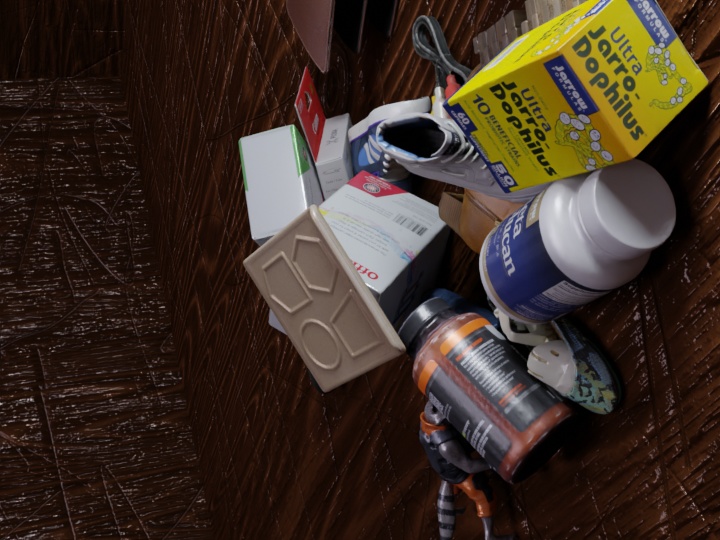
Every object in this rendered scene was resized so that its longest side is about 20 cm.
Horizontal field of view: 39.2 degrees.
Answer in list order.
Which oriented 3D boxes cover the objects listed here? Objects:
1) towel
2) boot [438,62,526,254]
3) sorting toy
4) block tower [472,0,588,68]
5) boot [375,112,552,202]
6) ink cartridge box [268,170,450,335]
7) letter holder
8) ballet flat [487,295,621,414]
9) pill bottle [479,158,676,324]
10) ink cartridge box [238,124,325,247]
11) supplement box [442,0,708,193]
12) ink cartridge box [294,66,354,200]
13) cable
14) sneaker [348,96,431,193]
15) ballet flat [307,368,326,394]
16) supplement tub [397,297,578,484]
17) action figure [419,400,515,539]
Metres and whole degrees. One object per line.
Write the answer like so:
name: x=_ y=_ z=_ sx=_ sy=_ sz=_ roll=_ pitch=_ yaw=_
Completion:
towel: x=0.129 y=0.090 z=1.222 sx=0.200 sy=0.048 sz=0.113 roll=-152 pitch=59 yaw=-66
boot: x=0.158 y=-0.112 z=1.093 sx=0.144 sy=0.070 sz=0.204 roll=35 pitch=120 yaw=47
sorting toy: x=-0.041 y=0.035 z=1.144 sx=0.186 sy=0.036 sz=0.200 roll=58 pitch=146 yaw=0
block tower: x=0.181 y=-0.236 z=0.996 sx=0.200 sy=0.053 sz=0.059 roll=165 pitch=99 yaw=-69
boot: x=0.111 y=-0.117 z=1.031 sx=0.198 sy=0.095 sz=0.075 roll=9 pitch=90 yaw=31
ink cartridge box: x=0.000 y=0.000 z=1.270 sx=0.144 sy=0.200 sz=0.146 roll=28 pitch=131 yaw=18
letter holder: x=-0.032 y=-0.387 z=1.454 sx=0.201 sy=0.099 sz=0.143 roll=-117 pitch=28 yaw=-44
ballet flat: x=0.189 y=0.076 z=1.037 sx=0.201 sy=0.073 sz=0.075 roll=-122 pitch=34 yaw=-49
pill bottle: x=0.197 y=-0.027 z=0.928 sx=0.200 sy=0.110 sz=0.113 roll=137 pitch=124 yaw=-64
ink cartridge box: x=-0.089 y=-0.085 z=1.382 sx=0.200 sy=0.083 sz=0.147 roll=53 pitch=-155 yaw=-68
supplement box: x=0.180 y=-0.154 z=0.882 sx=0.109 sy=0.109 sz=0.200 roll=51 pitch=160 yaw=-11
ink cartridge box: x=-0.040 y=-0.185 z=1.430 sx=0.201 sy=0.044 sz=0.178 roll=-86 pitch=-19 yaw=-64
cable: x=0.096 y=-0.241 z=1.220 sx=0.097 sy=0.050 sz=0.202 roll=121 pitch=137 yaw=-56
sneaker: x=0.051 y=-0.138 z=1.342 sx=0.200 sy=0.080 sz=0.149 roll=-15 pitch=89 yaw=65
ballet flat: x=-0.057 y=0.109 z=1.692 sx=0.068 sy=0.067 sz=0.203 roll=1 pitch=97 yaw=60
supplement tub: x=0.128 y=0.119 z=1.071 sx=0.200 sy=0.106 sz=0.108 roll=46 pitch=142 yaw=25
action figure: x=0.122 y=0.234 z=1.185 sx=0.200 sy=0.103 sz=0.196 roll=-146 pitch=37 yaw=-70
